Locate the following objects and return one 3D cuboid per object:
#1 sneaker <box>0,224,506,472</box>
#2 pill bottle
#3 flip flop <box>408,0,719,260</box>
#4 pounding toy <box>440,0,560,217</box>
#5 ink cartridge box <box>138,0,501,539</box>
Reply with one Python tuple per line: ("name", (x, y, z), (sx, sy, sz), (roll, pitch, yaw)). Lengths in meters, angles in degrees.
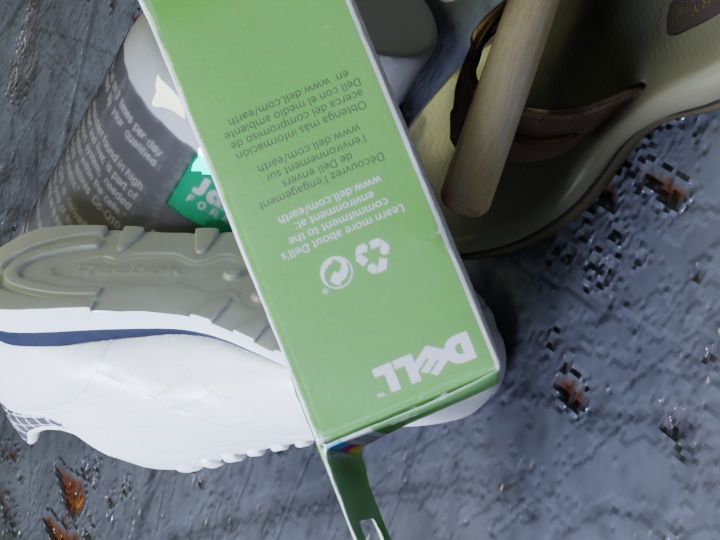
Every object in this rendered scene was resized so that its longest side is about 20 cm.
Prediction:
("sneaker", (-0.043, 0.034, 0.706), (0.076, 0.199, 0.081), (-56, -33, -53))
("pill bottle", (-0.059, -0.038, 0.774), (0.200, 0.113, 0.113), (-57, 36, 30))
("flip flop", (0.069, -0.066, 0.629), (0.200, 0.057, 0.081), (-29, 56, 49))
("pounding toy", (0.051, -0.159, 0.598), (0.184, 0.142, 0.200), (-30, 40, 1))
("ink cartridge box", (0.000, 0.000, 0.594), (0.104, 0.059, 0.201), (57, -169, -83))
